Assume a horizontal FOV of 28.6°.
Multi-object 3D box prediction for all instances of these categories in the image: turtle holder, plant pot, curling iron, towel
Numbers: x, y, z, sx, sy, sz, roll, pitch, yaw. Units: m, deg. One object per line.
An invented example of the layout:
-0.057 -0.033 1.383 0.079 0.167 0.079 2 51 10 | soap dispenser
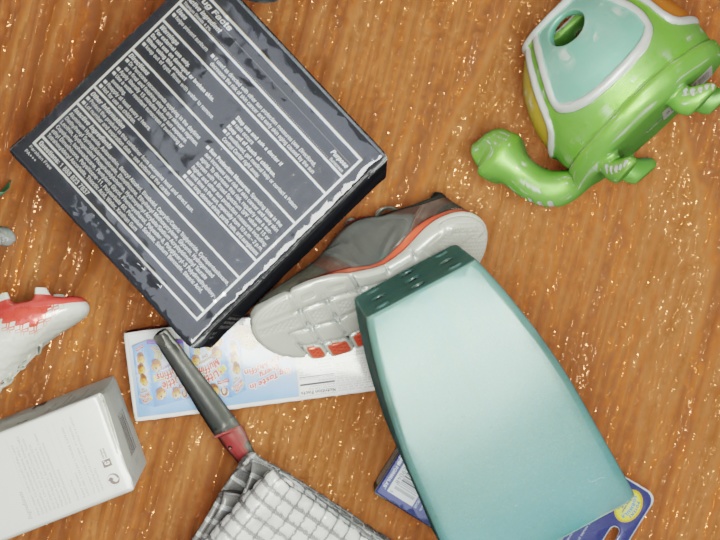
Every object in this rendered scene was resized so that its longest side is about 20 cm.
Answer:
0.184 -0.135 1.092 0.132 0.141 0.186 49 130 10 | turtle holder
0.083 0.093 1.039 0.140 0.141 0.202 -26 101 -2 | plant pot
-0.111 0.135 1.112 0.049 0.026 0.201 -26 107 -2 | curling iron
-0.056 0.254 1.098 0.199 0.086 0.166 37 92 -22 | towel

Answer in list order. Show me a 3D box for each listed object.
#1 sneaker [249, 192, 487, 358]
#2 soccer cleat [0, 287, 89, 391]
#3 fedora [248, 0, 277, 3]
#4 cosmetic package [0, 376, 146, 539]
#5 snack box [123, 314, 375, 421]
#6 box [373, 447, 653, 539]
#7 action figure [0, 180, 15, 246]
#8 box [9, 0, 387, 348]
0.000 0.000 1.108 0.198 0.082 0.078 -24 130 -11 | sneaker
-0.296 0.078 1.093 0.198 0.069 0.086 -21 78 3 | soccer cleat
-0.015 -0.269 1.010 0.091 0.200 0.202 25 92 -39 | fedora
-0.272 0.158 1.082 0.198 0.113 0.082 -20 94 -4 | cosmetic package
-0.086 0.072 1.130 0.198 0.024 0.073 -7 94 -3 | snack box
0.124 0.178 1.143 0.199 0.032 0.122 33 91 -4 | box
-0.296 -0.009 1.026 0.054 0.200 0.119 30 92 -5 | action figure
-0.114 -0.081 1.063 0.198 0.123 0.200 -43 88 0 | box
